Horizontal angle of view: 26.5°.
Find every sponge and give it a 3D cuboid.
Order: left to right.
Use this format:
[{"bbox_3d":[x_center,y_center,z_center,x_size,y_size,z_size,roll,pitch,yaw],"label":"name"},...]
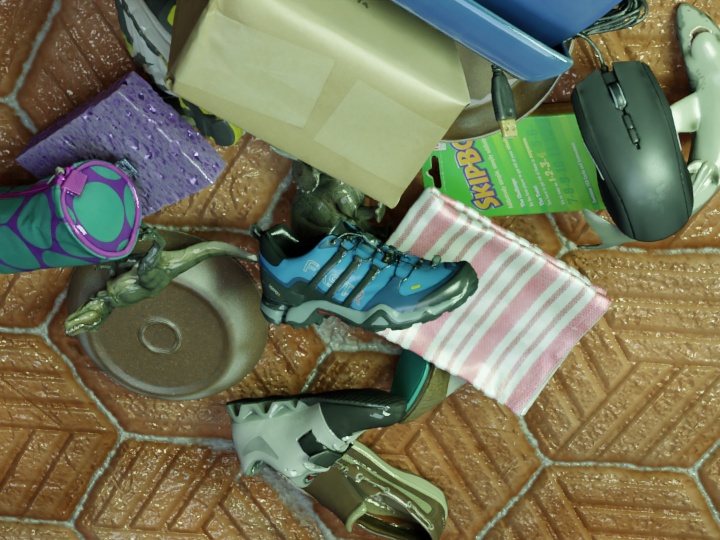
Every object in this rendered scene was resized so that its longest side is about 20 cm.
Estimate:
[{"bbox_3d":[-0.209,-0.095,1.316,0.112,0.030,0.199,44,145,-19],"label":"sponge"}]

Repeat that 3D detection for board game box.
[{"bbox_3d":[0.151,-0.095,1.317,0.197,0.030,0.097,-5,122,8],"label":"board game box"}]

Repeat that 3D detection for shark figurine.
[{"bbox_3d":[0.271,-0.093,1.261,0.127,0.089,0.216,26,97,4],"label":"shark figurine"}]

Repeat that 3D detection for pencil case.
[{"bbox_3d":[-0.273,-0.046,1.328,0.199,0.085,0.093,-7,125,46],"label":"pencil case"}]

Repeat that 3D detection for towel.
[{"bbox_3d":[0.101,0.030,1.342,0.199,0.030,0.147,29,116,-12],"label":"towel"}]

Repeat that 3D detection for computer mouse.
[{"bbox_3d":[0.180,-0.112,1.201,0.139,0.046,0.203,-15,92,4],"label":"computer mouse"}]

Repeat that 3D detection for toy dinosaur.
[{"bbox_3d":[-0.195,-0.006,1.376,0.198,0.048,0.088,-22,131,18],"label":"toy dinosaur"},{"bbox_3d":[-0.024,-0.050,1.357,0.101,0.077,0.201,21,136,13],"label":"toy dinosaur"}]

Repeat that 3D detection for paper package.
[{"bbox_3d":[-0.033,-0.169,1.122,0.198,0.192,0.104,26,119,-20],"label":"paper package"}]

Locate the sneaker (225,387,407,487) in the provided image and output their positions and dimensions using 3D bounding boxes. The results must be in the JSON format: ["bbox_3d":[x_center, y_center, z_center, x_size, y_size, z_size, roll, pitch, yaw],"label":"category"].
[{"bbox_3d":[-0.037,0.159,1.458,0.198,0.074,0.090,-9,88,35],"label":"sneaker"}]

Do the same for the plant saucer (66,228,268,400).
[{"bbox_3d":[-0.188,0.054,1.462,0.198,0.037,0.202,3,124,5],"label":"plant saucer"}]

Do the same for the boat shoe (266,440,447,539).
[{"bbox_3d":[-0.005,0.220,1.524,0.200,0.075,0.075,22,125,-7],"label":"boat shoe"}]

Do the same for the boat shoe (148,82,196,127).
[{"bbox_3d":[-0.097,-0.160,1.285,0.197,0.072,0.066,-2,114,9],"label":"boat shoe"}]

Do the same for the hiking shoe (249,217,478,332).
[{"bbox_3d":[0.000,0.000,1.288,0.197,0.074,0.088,-3,112,19],"label":"hiking shoe"}]

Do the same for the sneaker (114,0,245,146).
[{"bbox_3d":[-0.130,-0.182,1.238,0.084,0.200,0.075,-31,153,-18],"label":"sneaker"}]

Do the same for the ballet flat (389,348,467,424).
[{"bbox_3d":[0.081,0.064,1.422,0.071,0.068,0.202,4,123,-17],"label":"ballet flat"}]

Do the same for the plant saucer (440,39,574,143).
[{"bbox_3d":[0.074,-0.202,1.237,0.197,0.035,0.202,0,120,0],"label":"plant saucer"}]

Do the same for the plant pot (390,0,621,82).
[{"bbox_3d":[0.103,-0.255,1.086,0.199,0.200,0.181,30,108,-11],"label":"plant pot"}]
